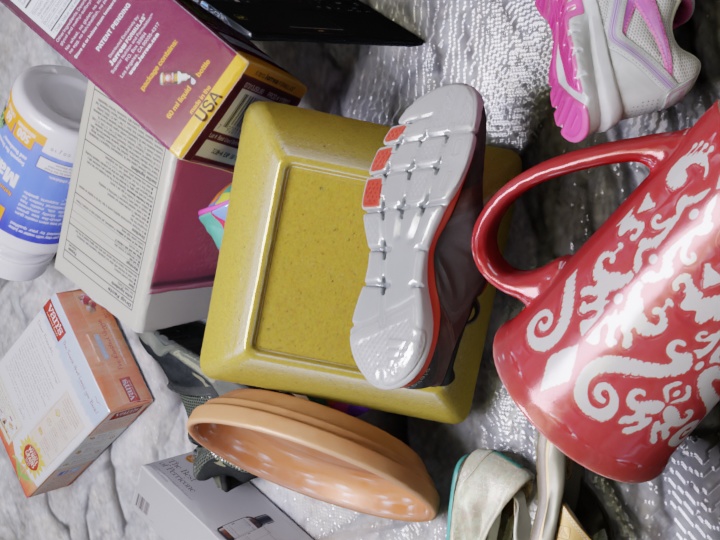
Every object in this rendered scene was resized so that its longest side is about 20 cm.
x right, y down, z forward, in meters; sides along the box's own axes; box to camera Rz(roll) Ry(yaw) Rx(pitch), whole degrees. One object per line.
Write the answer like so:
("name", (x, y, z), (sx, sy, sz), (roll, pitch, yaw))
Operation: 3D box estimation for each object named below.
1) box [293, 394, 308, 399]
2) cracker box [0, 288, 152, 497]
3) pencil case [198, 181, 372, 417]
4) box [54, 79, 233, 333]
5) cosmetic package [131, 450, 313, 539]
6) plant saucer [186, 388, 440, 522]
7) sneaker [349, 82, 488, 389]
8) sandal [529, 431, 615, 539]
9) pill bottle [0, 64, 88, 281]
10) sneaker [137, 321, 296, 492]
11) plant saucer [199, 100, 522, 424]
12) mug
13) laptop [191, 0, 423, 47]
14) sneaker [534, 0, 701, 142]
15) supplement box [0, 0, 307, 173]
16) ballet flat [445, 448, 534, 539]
("box", (-0.041, 0.001, 1.002), (0.121, 0.032, 0.201), (31, 116, 36))
("cracker box", (-0.302, 0.125, 1.252), (0.200, 0.057, 0.135), (-42, 69, 40))
("pencil case", (-0.037, 0.017, 0.916), (0.088, 0.088, 0.201), (-25, 102, 43))
("box", (-0.168, -0.069, 1.057), (0.128, 0.109, 0.201), (33, 118, 33))
("cosmetic package", (-0.105, 0.231, 1.065), (0.200, 0.082, 0.051), (34, 116, 34))
("plant saucer", (-0.032, 0.137, 0.926), (0.199, 0.200, 0.038), (1, 63, 43))
("sneaker", (0.049, -0.019, 0.800), (0.077, 0.082, 0.202), (10, 84, 43))
("sandal", (0.146, 0.173, 0.831), (0.054, 0.080, 0.202), (7, 97, 21))
("pill bottle", (-0.308, -0.087, 1.186), (0.112, 0.112, 0.200), (51, 126, 25))
("sneaker", (-0.136, 0.118, 1.079), (0.199, 0.076, 0.115), (32, 111, 30))
("plant saucer", (0.000, 0.000, 0.850), (0.198, 0.048, 0.202), (11, 99, -3))
("mug", (0.169, 0.001, 0.716), (0.200, 0.177, 0.134), (-53, 19, 30))
("laptop", (-0.062, -0.248, 0.881), (0.200, 0.177, 0.104), (38, 121, 33))
("sneaker", (0.156, -0.174, 0.761), (0.081, 0.087, 0.202), (96, 169, -72))
("supplement box", (-0.151, -0.166, 0.899), (0.200, 0.110, 0.086), (41, 100, 16))
("ballet flat", (0.088, 0.229, 0.894), (0.062, 0.067, 0.202), (14, 107, 31))
